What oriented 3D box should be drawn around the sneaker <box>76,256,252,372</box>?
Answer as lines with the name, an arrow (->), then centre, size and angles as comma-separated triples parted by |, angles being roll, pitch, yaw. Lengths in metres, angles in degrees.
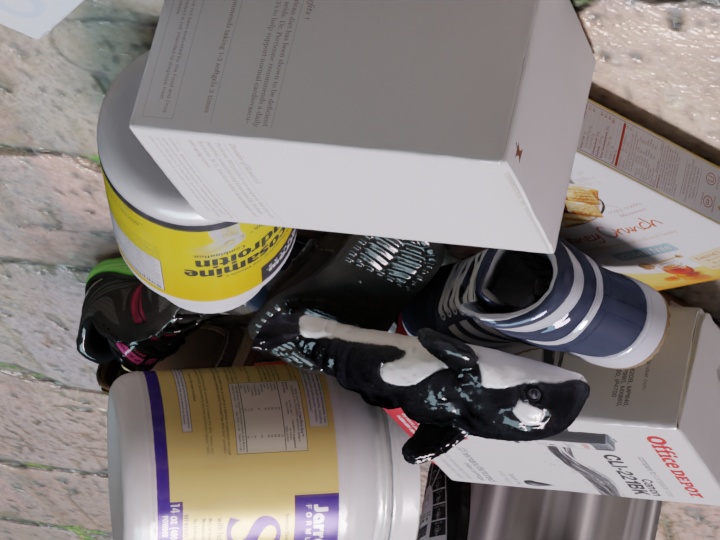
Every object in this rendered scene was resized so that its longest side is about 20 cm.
sneaker -> -0.130, 0.031, 1.728 | 0.077, 0.084, 0.200 | 30, 157, -25

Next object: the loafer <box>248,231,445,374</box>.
loafer -> 0.000, 0.000, 1.557 | 0.073, 0.071, 0.200 | 33, 142, -15

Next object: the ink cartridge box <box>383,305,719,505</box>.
ink cartridge box -> 0.134, 0.081, 1.601 | 0.199, 0.084, 0.144 | 2, 157, 25

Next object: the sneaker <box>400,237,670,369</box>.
sneaker -> 0.074, 0.011, 1.480 | 0.108, 0.070, 0.200 | 24, 166, -41

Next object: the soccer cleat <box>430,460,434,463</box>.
soccer cleat -> 0.112, 0.110, 1.770 | 0.199, 0.069, 0.085 | 7, -177, 29

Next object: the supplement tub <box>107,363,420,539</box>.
supplement tub -> -0.068, 0.136, 1.725 | 0.199, 0.146, 0.145 | -3, 162, -10

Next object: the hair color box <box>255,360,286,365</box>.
hair color box -> -0.046, 0.115, 1.916 | 0.111, 0.064, 0.200 | 25, 164, -27

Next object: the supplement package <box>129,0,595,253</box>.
supplement package -> 0.004, -0.090, 1.288 | 0.199, 0.117, 0.117 | 7, 158, 20

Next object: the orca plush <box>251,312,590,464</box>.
orca plush -> 0.031, 0.076, 1.491 | 0.199, 0.071, 0.105 | 15, 168, 5

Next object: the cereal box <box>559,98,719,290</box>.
cereal box -> 0.129, -0.046, 1.431 | 0.200, 0.040, 0.144 | 24, 161, -27

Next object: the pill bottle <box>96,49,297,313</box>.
pill bottle -> -0.091, -0.046, 1.472 | 0.112, 0.112, 0.200 | 12, 160, 4

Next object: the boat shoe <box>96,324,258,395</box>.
boat shoe -> -0.144, 0.074, 1.882 | 0.075, 0.075, 0.202 | 27, 157, -19

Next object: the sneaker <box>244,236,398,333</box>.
sneaker -> -0.022, 0.001, 1.651 | 0.200, 0.070, 0.082 | 34, 121, -31

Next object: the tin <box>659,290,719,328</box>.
tin -> 0.181, 0.047, 1.653 | 0.200, 0.042, 0.112 | 29, 159, -34

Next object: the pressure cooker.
pressure cooker -> 0.132, 0.219, 1.902 | 0.178, 0.201, 0.176 | -1, 156, 36

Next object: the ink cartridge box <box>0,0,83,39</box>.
ink cartridge box -> -0.216, -0.192, 1.259 | 0.200, 0.047, 0.160 | 20, 159, -22
